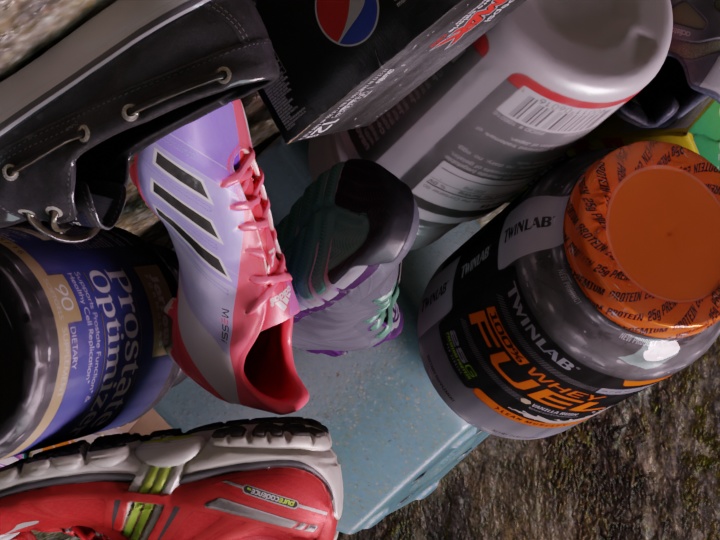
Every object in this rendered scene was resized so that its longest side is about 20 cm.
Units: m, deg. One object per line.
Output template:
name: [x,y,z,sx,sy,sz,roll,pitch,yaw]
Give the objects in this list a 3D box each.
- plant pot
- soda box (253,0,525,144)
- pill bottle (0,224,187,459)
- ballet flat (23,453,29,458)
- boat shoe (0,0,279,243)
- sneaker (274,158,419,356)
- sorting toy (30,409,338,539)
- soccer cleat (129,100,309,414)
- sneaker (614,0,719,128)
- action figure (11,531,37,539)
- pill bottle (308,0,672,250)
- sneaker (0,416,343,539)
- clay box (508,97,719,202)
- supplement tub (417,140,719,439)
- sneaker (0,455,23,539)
plant pot: [-0.007,0.047,1.091,0.196,0.200,0.196,-45,166,23]
soda box: [0.036,-0.135,0.731,0.200,0.064,0.071,-35,171,34]
pill bottle: [-0.157,0.032,0.879,0.112,0.112,0.200,-33,171,20]
ballet flat: [-0.223,0.083,1.072,0.067,0.067,0.201,-80,-164,-62]
boat shoe: [-0.116,-0.048,0.706,0.200,0.066,0.070,-33,171,16]
sneaker: [0.000,0.000,0.900,0.087,0.075,0.200,20,160,-20]
sorting toy: [-0.104,0.142,1.116,0.107,0.180,0.200,-60,171,18]
soccer cleat: [-0.061,-0.014,0.820,0.067,0.076,0.201,-42,145,-37]
sneaker: [0.137,-0.116,0.903,0.074,0.081,0.200,23,168,-24]
action figure: [-0.234,0.190,1.012,0.065,0.052,0.200,-25,175,4]
pill bottle: [0.057,-0.094,0.874,0.114,0.114,0.200,-24,170,-35]
sneaker: [-0.107,0.123,0.838,0.199,0.085,0.077,-7,179,9]
clay box: [0.140,-0.088,0.989,0.199,0.048,0.115,0,-143,48]
supplement tub: [0.117,0.012,0.913,0.122,0.123,0.200,-26,172,-24]
sneaker: [-0.258,0.110,0.863,0.200,0.115,0.073,0,157,-34]
